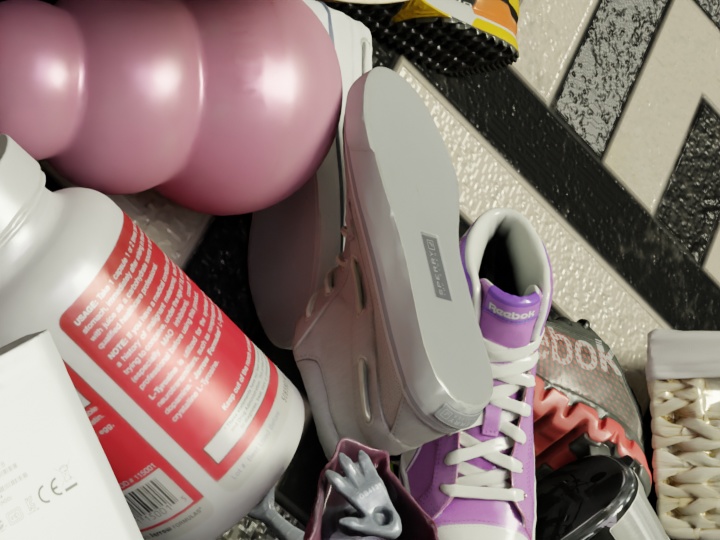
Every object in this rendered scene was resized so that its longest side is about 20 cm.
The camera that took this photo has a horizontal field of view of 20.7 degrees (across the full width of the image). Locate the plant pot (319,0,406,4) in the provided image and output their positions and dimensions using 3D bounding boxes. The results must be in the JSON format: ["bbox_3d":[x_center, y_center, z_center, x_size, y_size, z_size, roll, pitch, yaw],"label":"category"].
[{"bbox_3d":[-0.031,-0.210,0.934,0.186,0.200,0.187,-1,92,-19],"label":"plant pot"}]

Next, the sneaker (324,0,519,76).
[{"bbox_3d":[0.022,-0.191,1.144,0.200,0.070,0.090,30,58,-42],"label":"sneaker"}]

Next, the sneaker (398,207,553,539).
[{"bbox_3d":[0.062,0.063,1.005,0.073,0.114,0.201,3,65,-7],"label":"sneaker"}]

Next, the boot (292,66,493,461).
[{"bbox_3d":[0.000,0.000,0.987,0.074,0.096,0.200,23,49,-43],"label":"boot"}]

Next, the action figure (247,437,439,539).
[{"bbox_3d":[-0.014,0.166,0.950,0.149,0.200,0.134,32,54,-1],"label":"action figure"}]

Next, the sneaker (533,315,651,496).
[{"bbox_3d":[0.093,0.057,1.149,0.200,0.071,0.098,39,39,-15],"label":"sneaker"}]

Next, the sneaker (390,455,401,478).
[{"bbox_3d":[0.022,0.160,1.052,0.072,0.083,0.200,29,62,-33],"label":"sneaker"}]

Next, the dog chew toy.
[{"bbox_3d":[-0.110,-0.091,0.978,0.200,0.125,0.125,1,79,-33],"label":"dog chew toy"}]

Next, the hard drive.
[{"bbox_3d":[-0.140,0.141,0.803,0.132,0.026,0.200,-30,101,-42],"label":"hard drive"}]

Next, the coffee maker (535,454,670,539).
[{"bbox_3d":[0.128,0.233,1.086,0.192,0.135,0.200,-46,105,-26],"label":"coffee maker"}]

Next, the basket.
[{"bbox_3d":[0.260,0.106,1.198,0.200,0.135,0.123,18,74,-65],"label":"basket"}]

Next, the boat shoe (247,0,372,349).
[{"bbox_3d":[-0.017,-0.053,1.075,0.065,0.074,0.200,11,74,-34],"label":"boat shoe"}]

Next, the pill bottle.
[{"bbox_3d":[-0.128,0.035,0.933,0.200,0.112,0.112,47,54,-23],"label":"pill bottle"}]
